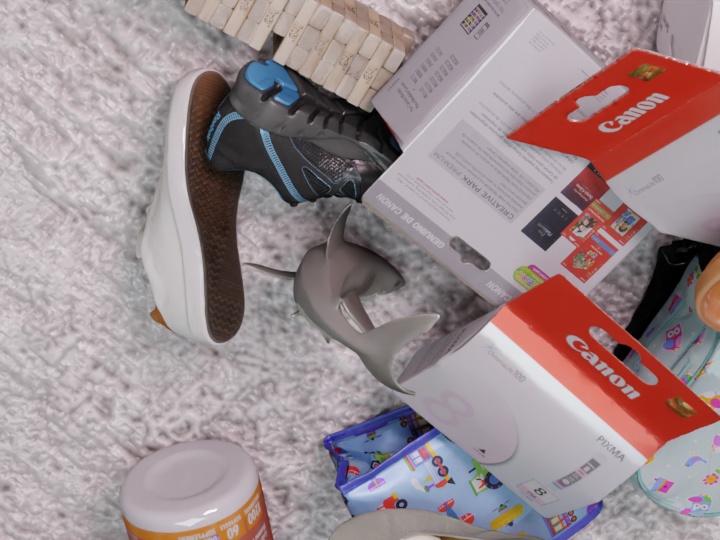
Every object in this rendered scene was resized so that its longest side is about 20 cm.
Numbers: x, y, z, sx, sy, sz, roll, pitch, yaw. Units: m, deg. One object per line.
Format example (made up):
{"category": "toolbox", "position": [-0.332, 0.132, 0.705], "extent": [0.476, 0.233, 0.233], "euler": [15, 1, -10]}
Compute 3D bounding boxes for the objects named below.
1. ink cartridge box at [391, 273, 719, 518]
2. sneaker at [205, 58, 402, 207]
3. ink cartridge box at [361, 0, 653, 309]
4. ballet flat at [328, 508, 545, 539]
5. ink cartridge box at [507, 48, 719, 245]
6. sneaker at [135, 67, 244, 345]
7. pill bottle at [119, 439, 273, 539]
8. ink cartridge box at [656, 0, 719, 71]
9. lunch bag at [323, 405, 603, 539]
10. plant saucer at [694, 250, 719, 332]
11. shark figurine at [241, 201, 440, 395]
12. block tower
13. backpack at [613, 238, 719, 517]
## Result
{"category": "ink cartridge box", "position": [0.135, 0.096, 1.345], "extent": [0.162, 0.057, 0.200], "euler": [40, 153, -10]}
{"category": "sneaker", "position": [-0.018, -0.082, 1.350], "extent": [0.199, 0.074, 0.082], "euler": [23, 124, -26]}
{"category": "ink cartridge box", "position": [0.111, -0.079, 1.319], "extent": [0.176, 0.084, 0.200], "euler": [-46, 122, 11]}
{"category": "ballet flat", "position": [0.072, 0.222, 1.421], "extent": [0.198, 0.064, 0.068], "euler": [10, 103, -23]}
{"category": "ink cartridge box", "position": [0.218, -0.073, 1.215], "extent": [0.198, 0.058, 0.162], "euler": [7, 160, -25]}
{"category": "sneaker", "position": [-0.134, -0.048, 1.373], "extent": [0.084, 0.073, 0.202], "euler": [10, 104, 37]}
{"category": "pill bottle", "position": [-0.118, 0.245, 1.499], "extent": [0.111, 0.112, 0.201], "euler": [-9, 117, 4]}
{"category": "ink cartridge box", "position": [0.313, -0.161, 1.278], "extent": [0.198, 0.146, 0.085], "euler": [4, 116, -4]}
{"category": "lunch bag", "position": [0.094, 0.166, 1.484], "extent": [0.199, 0.094, 0.151], "euler": [-27, 112, 2]}
{"category": "plant saucer", "position": [0.319, -0.003, 1.248], "extent": [0.198, 0.038, 0.200], "euler": [-4, 158, -2]}
{"category": "shark figurine", "position": [-0.011, 0.001, 1.323], "extent": [0.127, 0.215, 0.090], "euler": [20, 105, -10]}
{"category": "block tower", "position": [-0.058, -0.182, 1.311], "extent": [0.199, 0.058, 0.054], "euler": [27, 115, -15]}
{"category": "backpack", "position": [0.267, 0.082, 1.413], "extent": [0.166, 0.127, 0.201], "euler": [28, 114, -17]}
